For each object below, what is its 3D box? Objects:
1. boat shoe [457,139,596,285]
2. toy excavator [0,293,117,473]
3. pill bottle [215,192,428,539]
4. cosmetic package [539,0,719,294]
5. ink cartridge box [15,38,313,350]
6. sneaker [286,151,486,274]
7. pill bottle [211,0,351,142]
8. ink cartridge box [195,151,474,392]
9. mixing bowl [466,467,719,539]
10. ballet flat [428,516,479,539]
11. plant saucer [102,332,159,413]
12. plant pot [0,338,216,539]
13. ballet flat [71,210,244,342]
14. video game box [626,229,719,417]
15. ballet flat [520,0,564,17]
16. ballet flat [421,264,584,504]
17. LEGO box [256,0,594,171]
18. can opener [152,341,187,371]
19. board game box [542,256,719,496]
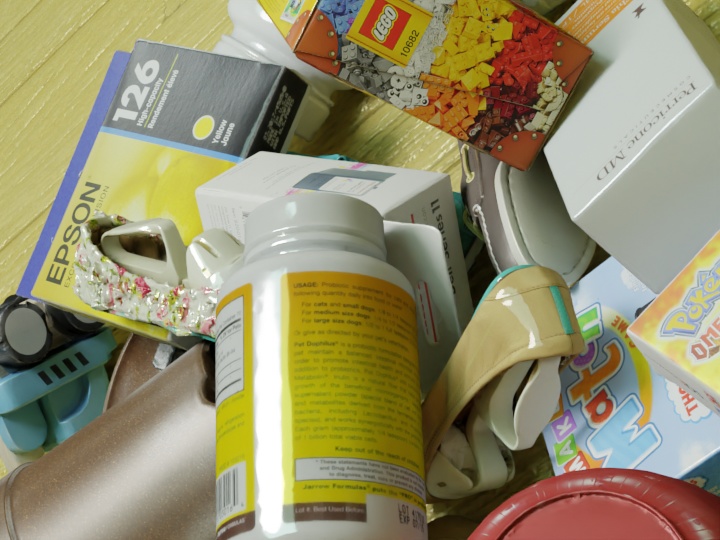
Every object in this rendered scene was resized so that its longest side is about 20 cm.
[{"bbox_3d":[0.092,-0.050,1.019,0.060,0.072,0.201,-46,30,34],"label":"boat shoe"},{"bbox_3d":[-0.249,0.125,1.296,0.100,0.201,0.194,-18,9,44],"label":"toy excavator"},{"bbox_3d":[-0.022,0.065,0.904,0.109,0.109,0.201,-23,58,40],"label":"pill bottle"},{"bbox_3d":[0.153,-0.086,0.930,0.101,0.071,0.200,-45,24,17],"label":"cosmetic package"},{"bbox_3d":[-0.149,-0.059,1.171,0.199,0.047,0.198,14,79,37],"label":"ink cartridge box"},{"bbox_3d":[0.006,-0.034,1.105,0.200,0.080,0.078,17,80,51],"label":"sneaker"},{"bbox_3d":[-0.024,-0.201,1.230,0.201,0.113,0.113,-58,36,3],"label":"pill bottle"},{"bbox_3d":[0.000,0.000,1.035,0.199,0.118,0.067,11,32,42],"label":"ink cartridge box"},{"bbox_3d":[0.108,0.162,0.755,0.199,0.109,0.201,-11,52,15],"label":"mixing bowl"},{"bbox_3d":[0.059,0.189,0.886,0.069,0.063,0.200,-53,36,14],"label":"ballet flat"},{"bbox_3d":[-0.107,0.078,1.202,0.200,0.037,0.201,-29,47,36],"label":"plant saucer"},{"bbox_3d":[-0.113,0.158,1.036,0.198,0.200,0.201,-40,39,13],"label":"plant pot"},{"bbox_3d":[-0.105,0.003,1.034,0.199,0.076,0.064,9,115,37],"label":"ballet flat"},{"bbox_3d":[0.248,0.006,0.764,0.200,0.047,0.182,-47,40,-4],"label":"video game box"},{"bbox_3d":[0.137,-0.221,1.093,0.201,0.074,0.074,-59,35,7],"label":"ballet flat"},{"bbox_3d":[0.064,0.082,0.923,0.063,0.068,0.200,62,147,34],"label":"ballet flat"},{"bbox_3d":[0.026,-0.145,0.979,0.077,0.148,0.200,-61,19,12],"label":"LEGO box"},{"bbox_3d":[-0.090,0.010,1.168,0.066,0.053,0.201,11,73,18],"label":"can opener"},{"bbox_3d":[0.177,0.037,0.886,0.200,0.037,0.152,-41,40,26],"label":"board game box"}]
